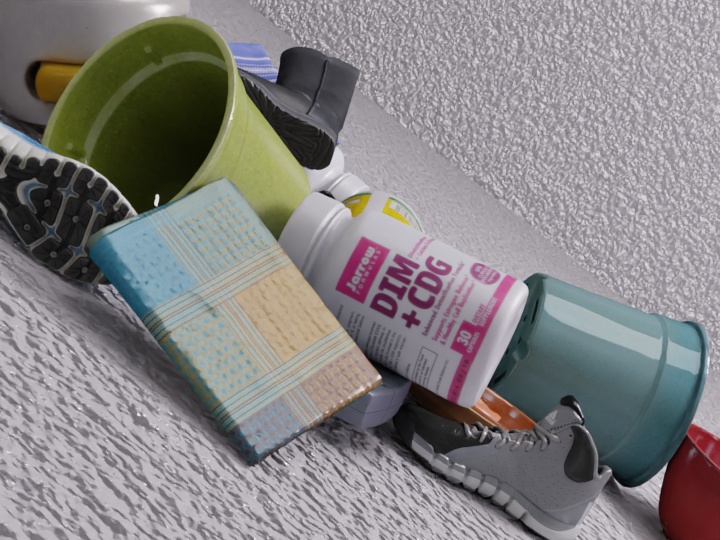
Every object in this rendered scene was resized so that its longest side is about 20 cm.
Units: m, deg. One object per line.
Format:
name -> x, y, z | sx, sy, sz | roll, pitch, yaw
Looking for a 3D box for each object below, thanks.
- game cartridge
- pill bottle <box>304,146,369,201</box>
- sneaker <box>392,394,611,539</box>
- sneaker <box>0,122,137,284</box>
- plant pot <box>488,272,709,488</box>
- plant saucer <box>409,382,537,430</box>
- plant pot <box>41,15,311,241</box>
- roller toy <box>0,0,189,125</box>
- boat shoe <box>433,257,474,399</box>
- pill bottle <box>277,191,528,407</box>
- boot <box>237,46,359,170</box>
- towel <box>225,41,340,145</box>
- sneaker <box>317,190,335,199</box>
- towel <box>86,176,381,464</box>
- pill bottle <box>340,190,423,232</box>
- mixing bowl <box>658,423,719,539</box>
game cartridge -> -0.021, 0.077, 1.131 | 0.132, 0.042, 0.200 | 30, 11, 5
pill bottle -> -0.090, -0.126, 1.601 | 0.199, 0.112, 0.111 | 38, 12, 13
sneaker -> 0.132, 0.142, 1.164 | 0.199, 0.116, 0.075 | 33, 11, -14
sneaker -> -0.240, -0.065, 1.015 | 0.199, 0.079, 0.090 | 36, 8, -2
plant pot -> 0.251, 0.109, 1.496 | 0.195, 0.202, 0.200 | 26, 13, -10
plant saucer -> 0.114, 0.139, 1.298 | 0.199, 0.032, 0.200 | 33, 7, -4
plant pot -> -0.139, -0.081, 1.149 | 0.200, 0.201, 0.184 | 45, 3, 38
roller toy -> -0.250, -0.201, 1.269 | 0.181, 0.141, 0.199 | -9, 19, -40
boat shoe -> 0.076, 0.054, 1.244 | 0.060, 0.073, 0.202 | 1, 31, 6
pill bottle -> 0.028, 0.020, 1.115 | 0.198, 0.114, 0.113 | 26, 10, 11
boot -> -0.084, -0.197, 1.427 | 0.164, 0.066, 0.201 | 32, 31, -11
towel -> -0.123, -0.199, 1.480 | 0.144, 0.024, 0.200 | 3, 37, -42
sneaker -> -0.081, -0.051, 1.415 | 0.075, 0.080, 0.200 | 39, 14, 10
towel -> -0.089, 0.032, 0.971 | 0.146, 0.022, 0.201 | -27, 74, -45
pill bottle -> 0.000, 0.000, 1.330 | 0.112, 0.113, 0.200 | 34, 20, -4
mixing bowl -> 0.396, 0.268, 1.445 | 0.199, 0.109, 0.200 | 33, 11, -8
